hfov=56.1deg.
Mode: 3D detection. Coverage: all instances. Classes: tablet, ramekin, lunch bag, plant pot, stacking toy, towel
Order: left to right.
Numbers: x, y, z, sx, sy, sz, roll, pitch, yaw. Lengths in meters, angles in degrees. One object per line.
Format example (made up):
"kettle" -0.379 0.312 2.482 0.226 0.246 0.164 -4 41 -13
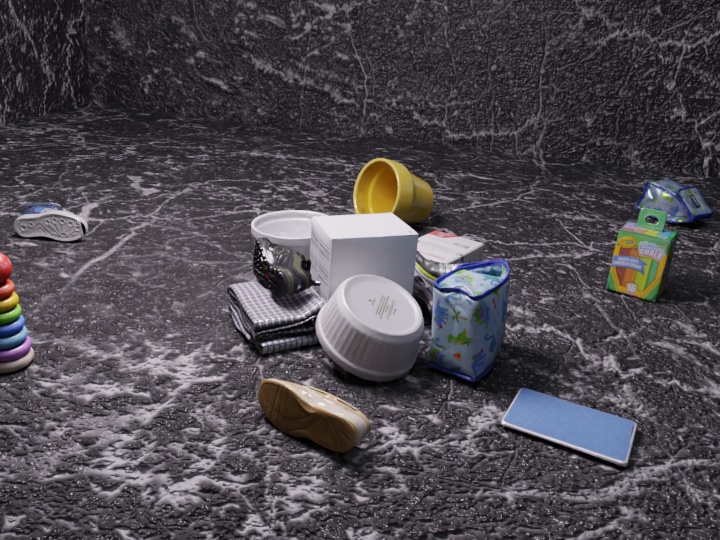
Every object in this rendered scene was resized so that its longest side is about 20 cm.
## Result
"stacking toy" -0.603 0.065 1.132 0.084 0.203 0.086 4 21 -1
"towel" -0.164 0.077 1.341 0.163 0.087 0.200 -8 25 -26
"ramekin" -0.149 -0.057 1.534 0.196 0.107 0.201 2 21 -1
"ramekin" 0.024 0.094 1.231 0.199 0.095 0.204 16 35 -12
"plant pot" 0.110 -0.218 2.008 0.187 0.204 0.200 5 16 -41
"lunch bag" 0.217 0.083 1.264 0.126 0.173 0.199 17 26 35
"tablet" 0.340 0.251 1.099 0.197 0.014 0.130 14 24 25
"lunch bag" 1.072 -0.225 2.292 0.168 0.129 0.200 -12 39 -40

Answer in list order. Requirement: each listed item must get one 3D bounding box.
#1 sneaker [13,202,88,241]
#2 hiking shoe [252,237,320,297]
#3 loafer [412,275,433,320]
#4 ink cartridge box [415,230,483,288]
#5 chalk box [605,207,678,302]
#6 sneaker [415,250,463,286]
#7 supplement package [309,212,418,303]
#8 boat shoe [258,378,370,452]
"sneaker" -0.786 -0.139 1.771 0.196 0.082 0.147 0 25 5
"hiking shoe" -0.154 -0.006 1.366 0.099 0.077 0.200 -1 29 -28
"loafer" 0.127 0.068 1.465 0.062 0.073 0.200 -19 18 -4
"ink cartridge box" 0.191 -0.022 1.658 0.145 0.084 0.199 19 26 33
"chalk box" 0.695 -0.047 1.653 0.123 0.203 0.123 16 24 29
"sneaker" 0.194 0.008 1.505 0.199 0.081 0.074 38 7 14
"supplement package" 0.000 0.000 1.408 0.188 0.203 0.147 -4 23 -21
"boat shoe" -0.072 0.218 1.040 0.198 0.075 0.069 21 15 33
